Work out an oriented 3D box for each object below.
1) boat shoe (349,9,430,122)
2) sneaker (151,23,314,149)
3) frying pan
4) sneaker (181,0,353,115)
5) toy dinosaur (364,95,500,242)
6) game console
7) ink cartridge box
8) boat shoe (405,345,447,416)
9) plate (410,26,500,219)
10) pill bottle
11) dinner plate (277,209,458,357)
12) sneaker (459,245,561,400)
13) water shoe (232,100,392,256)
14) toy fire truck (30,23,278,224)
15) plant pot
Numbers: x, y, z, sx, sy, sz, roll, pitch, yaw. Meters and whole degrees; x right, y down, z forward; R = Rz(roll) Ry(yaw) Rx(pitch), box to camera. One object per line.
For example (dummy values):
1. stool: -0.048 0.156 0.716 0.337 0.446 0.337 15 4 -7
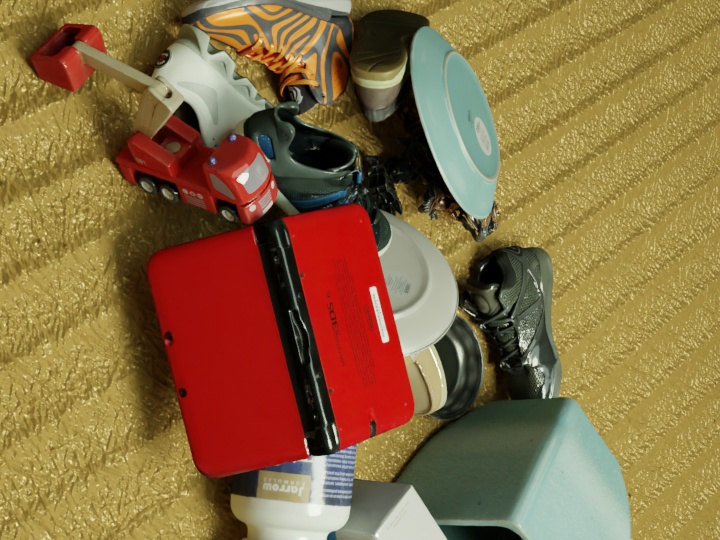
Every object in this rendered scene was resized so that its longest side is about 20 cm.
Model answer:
1. boat shoe: 0.025 -0.209 1.241 0.200 0.073 0.065 -62 161 -58
2. sneaker: -0.118 -0.125 1.136 0.200 0.074 0.089 43 75 -29
3. frying pan: 0.059 0.084 1.298 0.190 0.031 0.115 32 66 -32
4. sneaker: -0.075 -0.203 1.167 0.199 0.077 0.113 -9 92 -42
5. toy dinosaur: 0.070 -0.113 1.298 0.200 0.102 0.136 41 38 7
6. game console: -0.066 0.058 1.073 0.172 0.118 0.201 -15 92 -45
7. ink cartridge box: 0.041 0.299 1.211 0.068 0.115 0.201 -47 117 -33
8. boat shoe: 0.016 0.067 1.226 0.201 0.073 0.069 60 35 -10
9. plate: 0.103 -0.151 1.239 0.200 0.025 0.201 47 34 -46
10. pill bottle: -0.060 0.176 1.131 0.111 0.111 0.201 13 78 -40
11. dinner plate: 0.000 0.000 1.169 0.199 0.024 0.201 11 47 -11
12. sneaker: 0.162 0.071 1.364 0.114 0.076 0.201 3 82 -40
13. water shoe: -0.026 -0.074 1.105 0.200 0.079 0.072 34 47 -36
14. toy fire truck: -0.169 -0.123 1.034 0.049 0.199 0.141 -53 148 -29
15. plant pot: 0.169 0.244 1.286 0.196 0.196 0.200 53 51 -25
